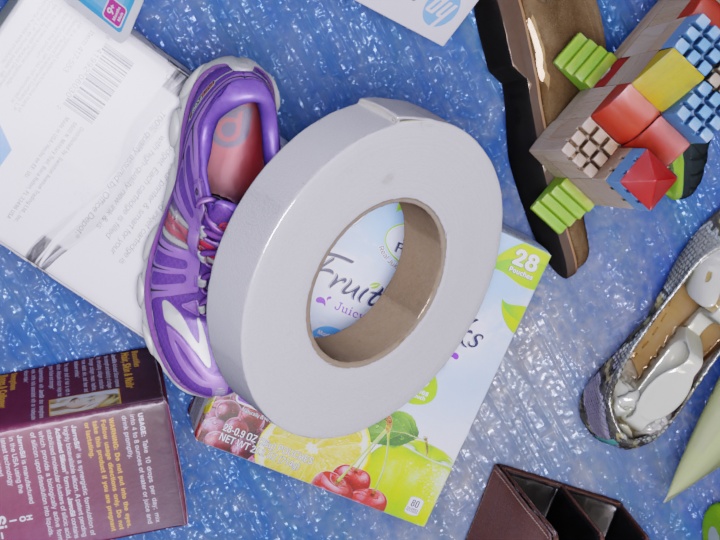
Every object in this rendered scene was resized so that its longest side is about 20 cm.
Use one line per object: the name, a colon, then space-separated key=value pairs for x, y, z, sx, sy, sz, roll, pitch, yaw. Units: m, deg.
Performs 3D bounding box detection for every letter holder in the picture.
letter holder: x=0.116 y=0.256 z=1.142 sx=0.100 sy=0.142 sz=0.201 roll=18 pitch=100 yaw=-15

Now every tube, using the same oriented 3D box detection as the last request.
tube: x=0.264 y=0.072 z=1.134 sx=0.058 sy=0.052 sz=0.201 roll=13 pitch=124 yaw=-15

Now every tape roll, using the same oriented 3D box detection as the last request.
tape roll: x=0.000 y=0.000 z=0.988 sx=0.202 sy=0.037 sz=0.204 roll=-24 pitch=129 yaw=-33

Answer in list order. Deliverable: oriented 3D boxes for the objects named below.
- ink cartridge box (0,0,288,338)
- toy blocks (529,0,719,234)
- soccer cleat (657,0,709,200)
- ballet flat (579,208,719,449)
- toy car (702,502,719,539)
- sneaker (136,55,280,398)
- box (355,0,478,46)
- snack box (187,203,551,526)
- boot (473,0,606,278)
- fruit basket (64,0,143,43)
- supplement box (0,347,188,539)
ink cartridge box: x=-0.154 y=-0.067 z=1.037 sx=0.199 sy=0.086 sz=0.147 roll=35 pitch=95 yaw=-19
toy blocks: x=0.182 y=-0.109 z=0.998 sx=0.100 sy=0.137 sz=0.200 roll=42 pitch=86 yaw=-10
soccer cleat: x=0.225 y=-0.145 z=1.104 sx=0.080 sy=0.068 sz=0.202 roll=-2 pitch=101 yaw=-12
ballet flat: x=0.226 y=0.040 z=1.149 sx=0.072 sy=0.072 sz=0.201 roll=35 pitch=95 yaw=-17
toy car: x=0.342 y=0.242 z=1.153 sx=0.163 sy=0.200 sz=0.159 roll=-4 pitch=105 yaw=-10
sneaker: x=-0.084 y=-0.020 z=0.976 sx=0.080 sy=0.083 sz=0.202 roll=1 pitch=105 yaw=-12
box: x=0.051 y=-0.244 z=0.999 sx=0.155 sy=0.041 sz=0.200 roll=20 pitch=117 yaw=-44
snack box: x=0.004 y=0.041 z=1.106 sx=0.168 sy=0.068 sz=0.201 roll=22 pitch=97 yaw=-16
boot: x=0.132 y=-0.095 z=1.098 sx=0.075 sy=0.074 sz=0.202 roll=-15 pitch=104 yaw=-14
fruit basket: x=-0.173 y=-0.252 z=0.933 sx=0.093 sy=0.186 sz=0.200 roll=-14 pitch=139 yaw=35
supplement box: x=-0.214 y=0.119 z=1.059 sx=0.198 sy=0.110 sz=0.086 roll=-10 pitch=106 yaw=-8
